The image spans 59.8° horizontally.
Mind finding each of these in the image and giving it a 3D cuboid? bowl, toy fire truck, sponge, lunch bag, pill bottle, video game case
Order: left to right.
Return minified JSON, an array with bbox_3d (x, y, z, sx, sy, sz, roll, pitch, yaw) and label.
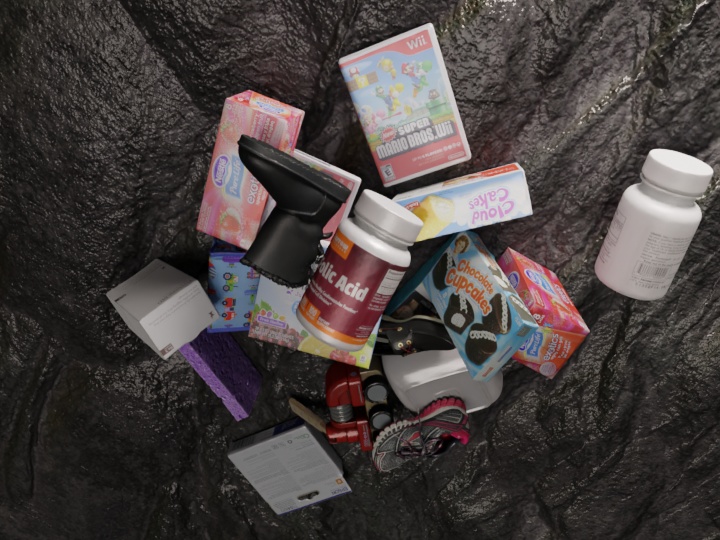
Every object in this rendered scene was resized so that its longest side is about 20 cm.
[{"bbox_3d":[-0.253,0.163,1.136,0.029,0.112,0.201,-24,115,20],"label":"sponge"},{"bbox_3d":[-0.158,0.024,1.074,0.196,0.094,0.153,4,117,-10],"label":"lunch bag"},{"bbox_3d":[-0.113,-0.118,0.988,0.197,0.017,0.145,24,113,1],"label":"video game case"},{"bbox_3d":[-0.042,0.248,1.172,0.196,0.129,0.179,-10,118,0],"label":"toy fire truck"},{"bbox_3d":[0.000,0.000,0.872,0.113,0.114,0.202,26,104,-9],"label":"pill bottle"},{"bbox_3d":[0.068,-0.236,0.923,0.141,0.018,0.202,-16,116,15],"label":"video game case"},{"bbox_3d":[0.150,0.195,1.106,0.197,0.075,0.201,-19,135,15],"label":"bowl"},{"bbox_3d":[0.436,-0.068,0.934,0.112,0.115,0.203,10,120,0],"label":"pill bottle"}]

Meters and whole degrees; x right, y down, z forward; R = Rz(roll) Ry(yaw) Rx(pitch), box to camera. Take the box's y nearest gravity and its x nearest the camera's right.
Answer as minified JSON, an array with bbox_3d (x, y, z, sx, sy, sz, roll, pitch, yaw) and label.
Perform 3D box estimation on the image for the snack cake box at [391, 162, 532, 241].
[{"bbox_3d":[0.149,-0.101,0.938,0.196,0.115,0.068,-13,100,13],"label":"snack cake box"}]

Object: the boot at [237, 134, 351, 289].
[{"bbox_3d":[-0.114,-0.073,0.856,0.197,0.073,0.164,23,101,-42],"label":"boot"}]

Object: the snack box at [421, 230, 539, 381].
[{"bbox_3d":[0.169,0.047,0.924,0.037,0.201,0.117,15,124,-34],"label":"snack box"}]

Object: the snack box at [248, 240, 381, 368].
[{"bbox_3d":[-0.060,0.042,0.981,0.196,0.068,0.172,15,100,2],"label":"snack box"}]

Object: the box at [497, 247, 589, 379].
[{"bbox_3d":[0.261,0.060,0.971,0.098,0.201,0.096,27,113,-10],"label":"box"}]

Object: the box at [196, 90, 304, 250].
[{"bbox_3d":[-0.162,-0.147,0.921,0.093,0.103,0.203,20,114,2],"label":"box"}]

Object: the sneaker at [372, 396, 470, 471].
[{"bbox_3d":[0.101,0.297,1.088,0.199,0.075,0.080,-38,126,23],"label":"sneaker"}]

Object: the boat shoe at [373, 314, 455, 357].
[{"bbox_3d":[0.074,0.113,1.025,0.199,0.064,0.074,1,140,36],"label":"boat shoe"}]

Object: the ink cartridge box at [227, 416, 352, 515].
[{"bbox_3d":[-0.143,0.408,1.304,0.197,0.041,0.202,-23,115,17],"label":"ink cartridge box"}]

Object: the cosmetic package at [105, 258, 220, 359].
[{"bbox_3d":[-0.325,0.057,1.022,0.199,0.113,0.082,13,136,52],"label":"cosmetic package"}]

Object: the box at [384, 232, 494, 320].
[{"bbox_3d":[0.131,0.031,1.058,0.082,0.049,0.200,35,117,-14],"label":"box"}]
